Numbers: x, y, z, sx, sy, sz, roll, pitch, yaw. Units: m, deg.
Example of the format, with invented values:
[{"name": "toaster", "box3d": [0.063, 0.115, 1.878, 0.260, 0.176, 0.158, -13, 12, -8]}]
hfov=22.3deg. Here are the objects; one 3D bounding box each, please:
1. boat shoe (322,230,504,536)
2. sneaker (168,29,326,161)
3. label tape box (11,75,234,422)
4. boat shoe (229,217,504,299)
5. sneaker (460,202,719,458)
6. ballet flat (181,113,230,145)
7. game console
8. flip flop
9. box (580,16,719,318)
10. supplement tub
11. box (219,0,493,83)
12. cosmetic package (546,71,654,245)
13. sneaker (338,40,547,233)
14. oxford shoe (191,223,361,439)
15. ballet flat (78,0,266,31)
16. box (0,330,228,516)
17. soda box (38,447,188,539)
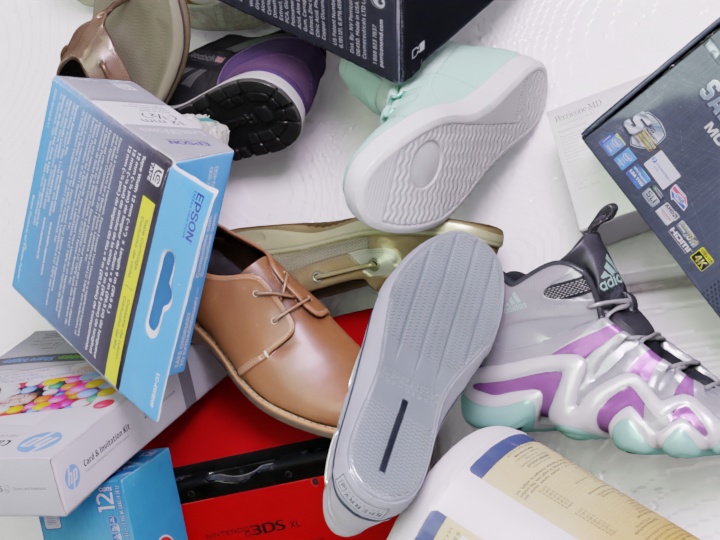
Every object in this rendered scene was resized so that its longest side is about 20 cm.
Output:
[{"name": "boat shoe", "box3d": [0.021, 0.062, 1.043, 0.073, 0.067, 0.201, 35, 51, -6]}, {"name": "sneaker", "box3d": [-0.108, -0.116, 1.252, 0.198, 0.076, 0.088, -7, 40, 32]}, {"name": "label tape box", "box3d": [-0.131, -0.017, 1.095, 0.200, 0.066, 0.145, 34, 116, 46]}, {"name": "boat shoe", "box3d": [-0.002, 0.000, 1.164, 0.199, 0.073, 0.064, -3, 86, 23]}, {"name": "sneaker", "box3d": [0.154, 0.032, 1.067, 0.198, 0.078, 0.142, 5, 92, 23]}, {"name": "ballet flat", "box3d": [-0.133, -0.020, 1.215, 0.072, 0.071, 0.201, 46, 125, 27]}, {"name": "game console", "box3d": [-0.052, 0.137, 1.173, 0.198, 0.119, 0.174, -13, 101, 19]}, {"name": "flip flop", "box3d": [-0.170, -0.119, 1.190, 0.081, 0.057, 0.201, 33, 111, 25]}, {"name": "box", "box3d": [0.246, -0.049, 1.035, 0.157, 0.051, 0.201, -38, 87, 15]}, {"name": "supplement tub", "box3d": [0.121, 0.192, 1.013, 0.199, 0.144, 0.145, 30, 88, 27]}, {"name": "box", "box3d": [0.004, -0.246, 1.155, 0.199, 0.118, 0.197, 26, 51, 27]}, {"name": "cosmetic package", "box3d": [0.220, -0.088, 1.103, 0.198, 0.051, 0.083, -19, 72, 17]}, {"name": "sneaker", "box3d": [0.020, -0.089, 1.131, 0.117, 0.200, 0.074, 19, 124, 28]}, {"name": "oxford shoe", "box3d": [-0.050, 0.034, 1.109, 0.199, 0.072, 0.071, 34, 49, 23]}, {"name": "ballet flat", "box3d": [-0.133, -0.207, 1.280, 0.198, 0.062, 0.068, 5, 78, 24]}, {"name": "box", "box3d": [-0.194, 0.090, 1.134, 0.154, 0.200, 0.042, -4, 111, 29]}, {"name": "soda box", "box3d": [-0.138, 0.216, 1.114, 0.064, 0.068, 0.202, -7, 99, 21]}]
